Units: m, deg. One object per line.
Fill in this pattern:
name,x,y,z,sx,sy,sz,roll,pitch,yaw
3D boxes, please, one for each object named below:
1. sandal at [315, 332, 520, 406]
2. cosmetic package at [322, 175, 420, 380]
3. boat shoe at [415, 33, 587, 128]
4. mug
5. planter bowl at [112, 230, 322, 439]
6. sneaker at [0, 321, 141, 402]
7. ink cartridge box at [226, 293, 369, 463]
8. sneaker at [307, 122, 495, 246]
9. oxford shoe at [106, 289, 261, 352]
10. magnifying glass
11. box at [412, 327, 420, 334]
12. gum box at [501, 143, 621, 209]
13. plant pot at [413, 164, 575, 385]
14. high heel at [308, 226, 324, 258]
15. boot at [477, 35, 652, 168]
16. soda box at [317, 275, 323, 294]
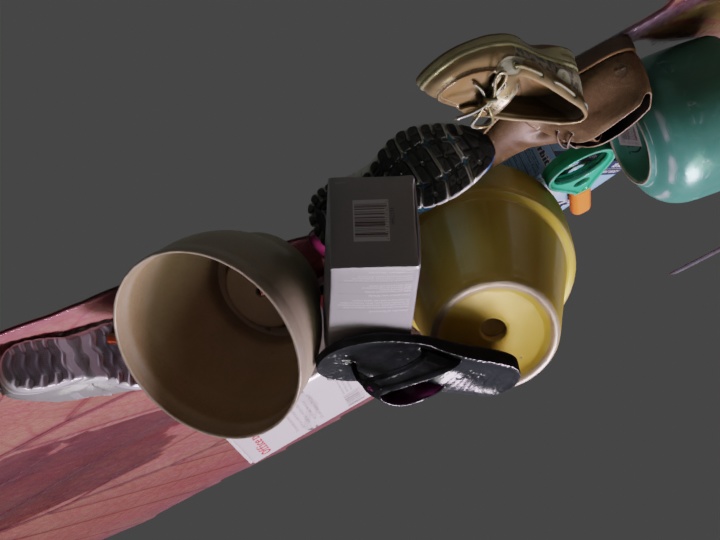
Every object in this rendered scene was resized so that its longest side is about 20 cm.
sandal,0.058,0.097,1.214,0.200,0.048,0.075,6,141,-15
cosmetic package,0.007,0.012,1.217,0.090,0.107,0.200,-2,148,-1
boat shoe,0.133,-0.162,1.141,0.200,0.063,0.073,-8,158,-42
mug,0.317,-0.135,1.308,0.114,0.152,0.185,-21,145,-11
planter bowl,-0.118,0.042,1.256,0.200,0.200,0.135,-36,-173,37
sneaker,-0.292,0.100,1.383,0.200,0.075,0.082,1,160,-31
ink cartridge box,-0.065,0.112,1.411,0.200,0.083,0.147,-30,156,-3
sneaker,0.045,-0.088,1.264,0.200,0.079,0.090,-23,176,29
oxford shoe,-0.182,0.048,1.364,0.071,0.073,0.200,3,-176,40
magnifying glass,0.239,-0.097,1.413,0.080,0.022,0.200,-27,165,3
box,0.045,0.050,1.576,0.109,0.128,0.200,-8,157,-43
gum box,0.187,-0.090,1.482,0.200,0.045,0.170,-35,161,37
plant pot,0.128,0.017,1.331,0.201,0.201,0.189,-28,-154,13
high heel,0.000,0.000,1.408,0.067,0.096,0.200,-25,164,4
boot,0.192,-0.143,1.267,0.200,0.076,0.074,-32,164,30
soda box,-0.068,0.088,1.561,0.071,0.063,0.200,-37,168,-47
